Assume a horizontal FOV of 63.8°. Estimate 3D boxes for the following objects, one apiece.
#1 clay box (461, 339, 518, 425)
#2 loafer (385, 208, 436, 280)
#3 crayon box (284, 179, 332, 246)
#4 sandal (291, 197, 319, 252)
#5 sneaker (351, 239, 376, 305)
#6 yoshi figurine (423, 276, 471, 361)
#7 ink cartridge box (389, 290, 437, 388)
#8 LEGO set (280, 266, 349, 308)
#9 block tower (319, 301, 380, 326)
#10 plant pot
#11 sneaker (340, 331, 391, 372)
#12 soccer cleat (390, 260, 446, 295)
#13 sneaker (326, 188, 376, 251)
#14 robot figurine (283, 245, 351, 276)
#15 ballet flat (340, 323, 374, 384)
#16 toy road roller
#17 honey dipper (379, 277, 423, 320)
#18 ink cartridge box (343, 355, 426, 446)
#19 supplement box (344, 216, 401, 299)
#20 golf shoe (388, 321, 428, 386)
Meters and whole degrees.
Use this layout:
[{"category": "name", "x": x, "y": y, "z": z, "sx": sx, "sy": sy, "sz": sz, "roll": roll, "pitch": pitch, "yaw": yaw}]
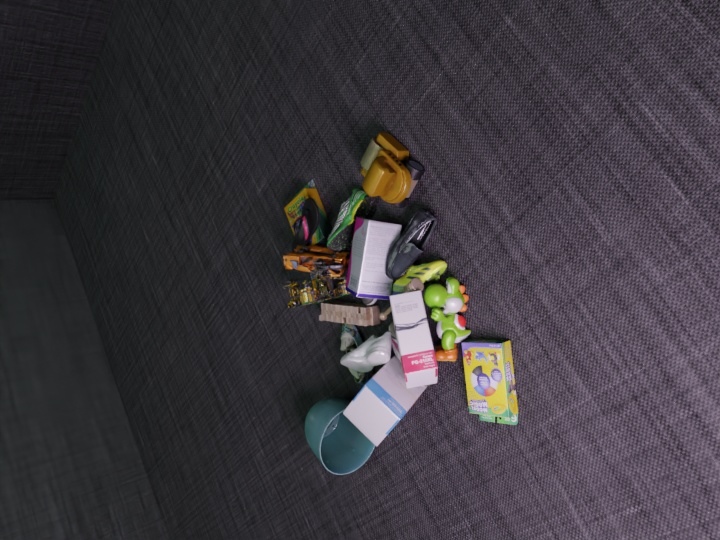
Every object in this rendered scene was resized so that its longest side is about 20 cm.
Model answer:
[{"category": "clay box", "x": 0.309, "y": 0.269, "z": 1.383, "sx": 0.114, "sy": 0.047, "sz": 0.203, "roll": -6, "pitch": 91, "yaw": 46}, {"category": "loafer", "x": 0.129, "y": -0.061, "z": 1.476, "sx": 0.202, "sy": 0.068, "sz": 0.070, "roll": -61, "pitch": 36, "yaw": 11}, {"category": "crayon box", "x": -0.167, "y": -0.165, "z": 1.803, "sx": 0.125, "sy": 0.051, "sz": 0.202, "roll": -34, "pitch": 71, "yaw": 42}, {"category": "sandal", "x": -0.175, "y": -0.122, "z": 1.748, "sx": 0.075, "sy": 0.045, "sz": 0.202, "roll": 41, "pitch": 122, "yaw": 34}, {"category": "sneaker", "x": 0.000, "y": 0.000, "z": 1.634, "sx": 0.076, "sy": 0.081, "sz": 0.203, "roll": -4, "pitch": 92, "yaw": 45}, {"category": "yoshi figurine", "x": 0.199, "y": 0.116, "z": 1.435, "sx": 0.112, "sy": 0.111, "sz": 0.203, "roll": 9, "pitch": 99, "yaw": 51}, {"category": "ink cartridge box", "x": 0.132, "y": 0.170, "z": 1.430, "sx": 0.145, "sy": 0.083, "sz": 0.203, "roll": 75, "pitch": -175, "yaw": -65}, {"category": "LEGO set", "x": -0.129, "y": 0.034, "z": 1.708, "sx": 0.153, "sy": 0.197, "sz": 0.118, "roll": -25, "pitch": 78, "yaw": 65}, {"category": "block tower", "x": -0.035, "y": 0.124, "z": 1.698, "sx": 0.198, "sy": 0.054, "sz": 0.059, "roll": 0, "pitch": 95, "yaw": 41}, {"category": "plant pot", "x": -0.072, "y": 0.467, "z": 1.703, "sx": 0.160, "sy": 0.198, "sz": 0.204, "roll": 18, "pitch": 109, "yaw": 55}, {"category": "sneaker", "x": 0.022, "y": 0.221, "z": 1.601, "sx": 0.199, "sy": 0.075, "sz": 0.089, "roll": -25, "pitch": 40, "yaw": 47}, {"category": "soccer cleat", "x": 0.141, "y": 0.013, "z": 1.507, "sx": 0.200, "sy": 0.064, "sz": 0.085, "roll": -36, "pitch": 68, "yaw": 42}, {"category": "sneaker", "x": -0.034, "y": -0.142, "z": 1.651, "sx": 0.201, "sy": 0.078, "sz": 0.085, "roll": -53, "pitch": 47, "yaw": 13}, {"category": "robot figurine", "x": -0.115, "y": -0.030, "z": 1.687, "sx": 0.197, "sy": 0.145, "sz": 0.059, "roll": 9, "pitch": 115, "yaw": 20}, {"category": "ballet flat", "x": -0.021, "y": 0.241, "z": 1.699, "sx": 0.074, "sy": 0.074, "sz": 0.202, "roll": -42, "pitch": 66, "yaw": 40}, {"category": "toy road roller", "x": 0.056, "y": -0.260, "z": 1.496, "sx": 0.200, "sy": 0.145, "sz": 0.124, "roll": 50, "pitch": 126, "yaw": 28}, {"category": "honey dipper", "x": 0.098, "y": 0.081, "z": 1.506, "sx": 0.200, "sy": 0.038, "sz": 0.038, "roll": -47, "pitch": 63, "yaw": 49}, {"category": "ink cartridge box", "x": 0.074, "y": 0.337, "z": 1.540, "sx": 0.125, "sy": 0.199, "sz": 0.129, "roll": 42, "pitch": 125, "yaw": 12}, {"category": "supplement box", "x": 0.033, "y": -0.034, "z": 1.547, "sx": 0.101, "sy": 0.102, "sz": 0.203, "roll": -153, "pitch": 70, "yaw": -67}, {"category": "golf shoe", "x": 0.135, "y": 0.222, "z": 1.544, "sx": 0.202, "sy": 0.072, "sz": 0.092, "roll": 66, "pitch": 150, "yaw": 26}]
